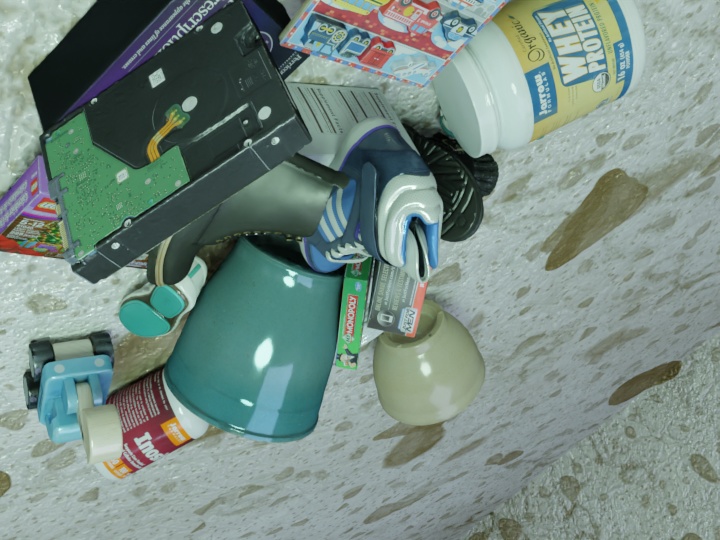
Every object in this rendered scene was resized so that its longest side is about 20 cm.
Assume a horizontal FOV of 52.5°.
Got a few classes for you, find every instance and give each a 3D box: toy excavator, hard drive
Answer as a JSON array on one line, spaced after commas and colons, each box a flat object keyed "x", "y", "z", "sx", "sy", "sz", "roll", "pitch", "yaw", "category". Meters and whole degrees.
[{"x": -0.332, "y": 0.167, "z": 0.877, "sx": 0.098, "sy": 0.203, "sz": 0.196, "roll": -5, "pitch": 144, "yaw": -34, "category": "toy excavator"}, {"x": -0.144, "y": -0.098, "z": 0.550, "sx": 0.197, "sy": 0.142, "sz": 0.038, "roll": -32, "pitch": 148, "yaw": 5, "category": "hard drive"}]

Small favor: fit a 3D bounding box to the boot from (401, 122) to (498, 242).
[{"x": 0.112, "y": -0.102, "z": 0.853, "sx": 0.155, "sy": 0.213, "sz": 0.080, "roll": 13, "pitch": 121, "yaw": -42, "category": "boot"}]

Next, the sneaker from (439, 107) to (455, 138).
[{"x": 0.179, "y": -0.184, "z": 0.917, "sx": 0.195, "sy": 0.079, "sz": 0.080, "roll": -9, "pitch": 154, "yaw": -30, "category": "sneaker"}]

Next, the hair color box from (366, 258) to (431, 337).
[{"x": 0.051, "y": -0.023, "z": 0.896, "sx": 0.062, "sy": 0.201, "sz": 0.114, "roll": 11, "pitch": 119, "yaw": 0, "category": "hair color box"}]

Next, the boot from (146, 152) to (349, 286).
[{"x": -0.109, "y": -0.038, "z": 0.668, "sx": 0.136, "sy": 0.079, "sz": 0.202, "roll": 25, "pitch": 130, "yaw": -11, "category": "boot"}]

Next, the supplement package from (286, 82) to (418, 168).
[{"x": -0.055, "y": -0.119, "z": 0.775, "sx": 0.195, "sy": 0.111, "sz": 0.115, "roll": -5, "pitch": 143, "yaw": -34, "category": "supplement package"}]

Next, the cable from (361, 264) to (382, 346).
[{"x": -0.023, "y": 0.053, "z": 1.099, "sx": 0.196, "sy": 0.070, "sz": 0.201, "roll": -2, "pitch": 140, "yaw": -38, "category": "cable"}]

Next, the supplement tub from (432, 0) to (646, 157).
[{"x": 0.188, "y": -0.222, "z": 0.791, "sx": 0.196, "sy": 0.147, "sz": 0.146, "roll": -26, "pitch": 150, "yaw": -5, "category": "supplement tub"}]

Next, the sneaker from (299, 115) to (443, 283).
[{"x": 0.011, "y": -0.028, "z": 0.706, "sx": 0.079, "sy": 0.148, "sz": 0.202, "roll": -5, "pitch": 141, "yaw": -33, "category": "sneaker"}]

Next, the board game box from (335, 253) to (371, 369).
[{"x": 0.000, "y": 0.000, "z": 0.899, "sx": 0.028, "sy": 0.202, "sz": 0.137, "roll": 8, "pitch": 128, "yaw": 1, "category": "board game box"}]

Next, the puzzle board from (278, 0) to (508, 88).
[{"x": 0.044, "y": -0.226, "z": 0.634, "sx": 0.197, "sy": 0.018, "sz": 0.150, "roll": -1, "pitch": 150, "yaw": -47, "category": "puzzle board"}]

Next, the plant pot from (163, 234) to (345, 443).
[{"x": -0.107, "y": 0.062, "z": 0.859, "sx": 0.197, "sy": 0.199, "sz": 0.192, "roll": 9, "pitch": 110, "yaw": -46, "category": "plant pot"}]

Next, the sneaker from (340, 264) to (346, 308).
[{"x": -0.041, "y": 0.003, "z": 0.944, "sx": 0.075, "sy": 0.085, "sz": 0.205, "roll": -10, "pitch": 118, "yaw": -9, "category": "sneaker"}]

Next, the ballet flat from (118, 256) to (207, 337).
[{"x": -0.231, "y": 0.031, "z": 0.874, "sx": 0.068, "sy": 0.072, "sz": 0.199, "roll": -4, "pitch": 167, "yaw": -34, "category": "ballet flat"}]

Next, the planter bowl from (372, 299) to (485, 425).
[{"x": 0.103, "y": 0.137, "z": 1.239, "sx": 0.196, "sy": 0.201, "sz": 0.137, "roll": -25, "pitch": 123, "yaw": -5, "category": "planter bowl"}]

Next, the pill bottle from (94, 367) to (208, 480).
[{"x": -0.293, "y": 0.210, "z": 1.063, "sx": 0.196, "sy": 0.115, "sz": 0.114, "roll": -28, "pitch": 150, "yaw": -1, "category": "pill bottle"}]

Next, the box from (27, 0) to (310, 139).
[{"x": -0.163, "y": -0.177, "z": 0.633, "sx": 0.199, "sy": 0.080, "sz": 0.140, "roll": -39, "pitch": 151, "yaw": 16, "category": "box"}]

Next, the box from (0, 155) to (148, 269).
[{"x": -0.256, "y": -0.050, "z": 0.739, "sx": 0.135, "sy": 0.040, "sz": 0.197, "roll": -27, "pitch": 156, "yaw": 38, "category": "box"}]
